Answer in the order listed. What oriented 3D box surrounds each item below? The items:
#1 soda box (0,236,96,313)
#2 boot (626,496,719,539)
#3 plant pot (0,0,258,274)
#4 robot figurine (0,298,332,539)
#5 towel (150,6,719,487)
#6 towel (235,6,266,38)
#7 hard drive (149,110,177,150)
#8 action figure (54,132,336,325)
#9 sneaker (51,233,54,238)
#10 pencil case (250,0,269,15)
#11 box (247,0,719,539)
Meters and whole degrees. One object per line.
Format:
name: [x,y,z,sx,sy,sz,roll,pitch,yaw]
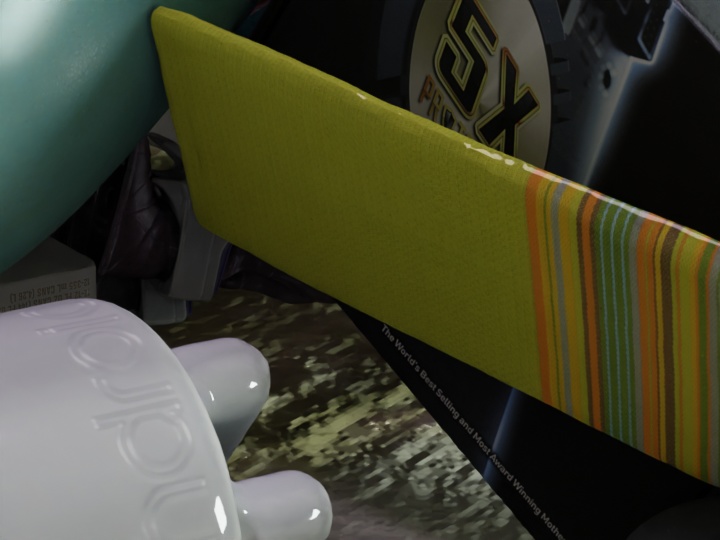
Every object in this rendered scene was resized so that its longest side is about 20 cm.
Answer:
soda box: [-0.179,0.037,0.743,0.199,0.069,0.063,-13,24,-35]
boot: [0.105,0.102,0.552,0.164,0.066,0.200,25,16,-21]
plant pot: [-0.147,-0.078,0.687,0.199,0.201,0.162,11,52,25]
robot figurine: [-0.107,0.071,0.588,0.199,0.113,0.170,-12,59,-32]
towel: [0.030,-0.008,0.644,0.199,0.086,0.018,26,54,28]
towel: [-0.035,-0.137,0.847,0.199,0.146,0.022,-16,48,41]
hard drive: [-0.108,-0.073,0.992,0.199,0.026,0.131,21,1,-45]
action figure: [0.000,0.000,0.829,0.198,0.070,0.130,11,-3,-23]
sneaker: [-0.174,-0.016,0.896,0.114,0.076,0.200,-2,5,13]
pencil case: [-0.064,-0.112,0.801,0.086,0.083,0.199,31,-35,-27]
box: [0.070,-0.032,0.696,0.086,0.164,0.200,-24,69,-45]
